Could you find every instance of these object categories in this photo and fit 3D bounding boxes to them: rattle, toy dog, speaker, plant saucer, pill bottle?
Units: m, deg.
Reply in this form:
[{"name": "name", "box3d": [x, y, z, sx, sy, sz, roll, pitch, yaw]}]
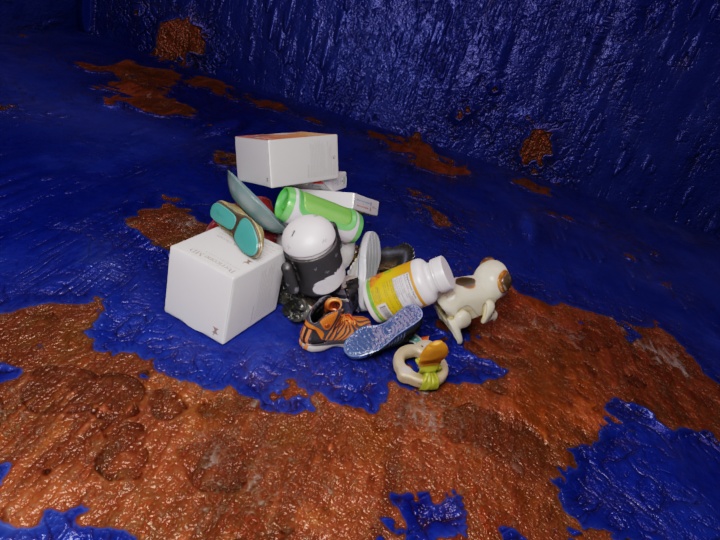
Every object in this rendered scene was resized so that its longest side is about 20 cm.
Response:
[{"name": "rattle", "box3d": [0.141, 0.157, 1.284, 0.129, 0.144, 0.200, 2, 30, 16]}, {"name": "toy dog", "box3d": [0.281, 0.049, 1.447, 0.199, 0.195, 0.140, -30, 28, -3]}, {"name": "speaker", "box3d": [-0.094, -0.125, 1.330, 0.199, 0.089, 0.089, 17, 23, -31]}, {"name": "plant saucer", "box3d": [-0.242, -0.144, 1.317, 0.201, 0.039, 0.201, 46, -1, 1]}, {"name": "pill bottle", "box3d": [0.114, 0.039, 1.351, 0.199, 0.112, 0.111, -23, 18, 20]}]

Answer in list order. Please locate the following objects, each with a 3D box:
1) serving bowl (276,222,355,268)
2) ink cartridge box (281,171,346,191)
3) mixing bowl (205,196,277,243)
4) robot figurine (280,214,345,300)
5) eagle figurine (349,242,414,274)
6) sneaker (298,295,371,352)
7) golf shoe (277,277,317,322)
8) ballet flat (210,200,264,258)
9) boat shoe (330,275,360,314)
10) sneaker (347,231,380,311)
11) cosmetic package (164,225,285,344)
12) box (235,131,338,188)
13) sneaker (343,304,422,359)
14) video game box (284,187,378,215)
[{"name": "serving bowl", "box3d": [-0.105, -0.083, 1.421, 0.198, 0.066, 0.202, 6, 55, -9]}, {"name": "ink cartridge box", "box3d": [-0.150, -0.222, 1.481, 0.160, 0.051, 0.200, 8, 22, 26]}, {"name": "mixing bowl", "box3d": [-0.280, -0.080, 1.459, 0.199, 0.200, 0.109, -18, 66, -48]}, {"name": "robot figurine", "box3d": [-0.102, -0.026, 1.265, 0.124, 0.201, 0.151, -10, 39, 4]}, {"name": "eagle figurine", "box3d": [0.058, 0.005, 1.520, 0.198, 0.152, 0.152, 11, 66, 22]}, {"name": "sneaker", "box3d": [-0.041, 0.111, 1.286, 0.199, 0.113, 0.077, -12, 39, -43]}, {"name": "golf shoe", "box3d": [-0.157, 0.055, 1.385, 0.094, 0.078, 0.200, 9, 33, -39]}, {"name": "ballet flat", "box3d": [-0.248, -0.090, 1.239, 0.070, 0.071, 0.200, -11, 38, -42]}, {"name": "boat shoe", "box3d": [-0.080, 0.061, 1.419, 0.074, 0.094, 0.199, -17, 13, -40]}, {"name": "sneaker", "box3d": [0.000, 0.000, 1.442, 0.070, 0.202, 0.073, 1, -13, 36]}, {"name": "cosmetic package", "box3d": [-0.289, 0.021, 1.255, 0.166, 0.168, 0.200, 25, 29, 17]}, {"name": "box", "box3d": [-0.175, -0.270, 1.382, 0.199, 0.107, 0.152, -16, 24, -40]}, {"name": "sneaker", "box3d": [0.055, 0.151, 1.299, 0.199, 0.078, 0.070, -26, 59, -12]}, {"name": "video game box", "box3d": [-0.074, -0.181, 1.526, 0.198, 0.047, 0.182, 8, 5, 22]}]
